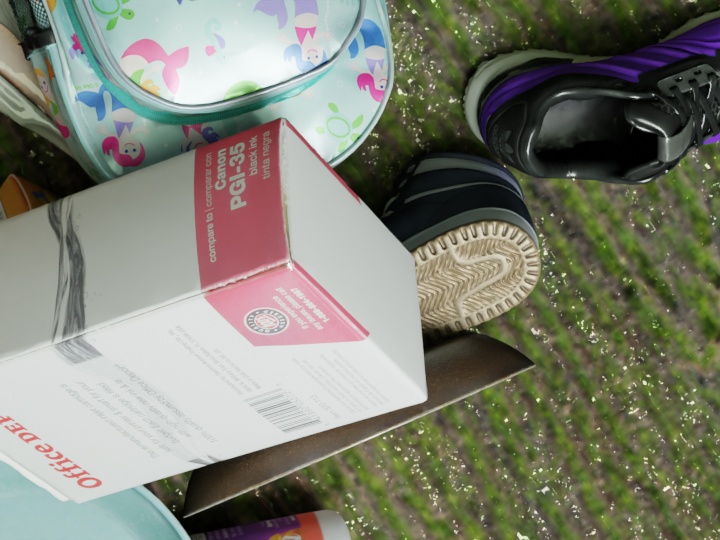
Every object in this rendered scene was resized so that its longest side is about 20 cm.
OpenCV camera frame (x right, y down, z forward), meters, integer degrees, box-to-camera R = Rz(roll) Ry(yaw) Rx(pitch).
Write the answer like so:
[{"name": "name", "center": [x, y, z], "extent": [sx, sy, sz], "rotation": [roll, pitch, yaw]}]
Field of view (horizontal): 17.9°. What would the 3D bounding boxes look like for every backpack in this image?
[{"name": "backpack", "center": [-0.075, -0.129, 1.089], "extent": [0.176, 0.150, 0.202], "rotation": [-16, 100, -13]}]

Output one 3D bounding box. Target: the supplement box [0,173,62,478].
[{"name": "supplement box", "center": [-0.200, 0.054, 1.195], "extent": [0.066, 0.069, 0.201], "rotation": [28, 103, -26]}]

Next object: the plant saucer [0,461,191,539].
[{"name": "plant saucer", "center": [-0.169, 0.189, 1.170], "extent": [0.198, 0.036, 0.202], "rotation": [0, 88, 1]}]

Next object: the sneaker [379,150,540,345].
[{"name": "sneaker", "center": [0.000, 0.000, 1.210], "extent": [0.198, 0.109, 0.071], "rotation": [-18, 115, 12]}]

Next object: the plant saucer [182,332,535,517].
[{"name": "plant saucer", "center": [-0.006, 0.076, 1.190], "extent": [0.199, 0.200, 0.032], "rotation": [-24, 85, -3]}]

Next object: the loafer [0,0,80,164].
[{"name": "loafer", "center": [-0.125, -0.076, 1.166], "extent": [0.199, 0.072, 0.063], "rotation": [37, 92, -18]}]

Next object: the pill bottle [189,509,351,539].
[{"name": "pill bottle", "center": [-0.098, 0.202, 1.247], "extent": [0.198, 0.112, 0.112], "rotation": [-10, 112, -8]}]

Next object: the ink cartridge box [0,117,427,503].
[{"name": "ink cartridge box", "center": [-0.088, 0.025, 1.070], "extent": [0.198, 0.083, 0.147], "rotation": [-18, 146, 20]}]

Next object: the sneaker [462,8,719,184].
[{"name": "sneaker", "center": [0.161, -0.082, 1.202], "extent": [0.198, 0.100, 0.070], "rotation": [-12, 114, -7]}]
